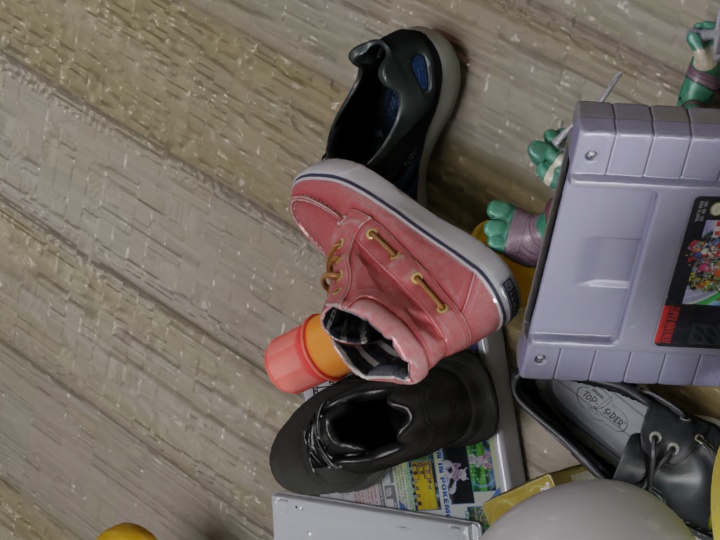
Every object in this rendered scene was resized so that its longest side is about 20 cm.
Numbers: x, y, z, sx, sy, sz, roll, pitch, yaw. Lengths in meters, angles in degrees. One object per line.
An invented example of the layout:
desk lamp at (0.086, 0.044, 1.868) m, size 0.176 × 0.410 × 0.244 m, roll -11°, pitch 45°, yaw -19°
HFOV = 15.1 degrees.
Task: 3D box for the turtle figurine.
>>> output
turtle figurine at (0.159, -0.066, 1.555) m, size 0.200 × 0.150 × 0.101 m, roll -27°, pitch 96°, yaw 54°

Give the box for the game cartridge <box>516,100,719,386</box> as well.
game cartridge at (0.166, -0.010, 1.521) m, size 0.200 × 0.129 × 0.038 m, roll 99°, pitch 175°, yaw -46°

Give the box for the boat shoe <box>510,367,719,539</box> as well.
boat shoe at (0.166, 0.106, 1.616) m, size 0.199 × 0.066 × 0.075 m, roll 44°, pitch 126°, yaw 32°

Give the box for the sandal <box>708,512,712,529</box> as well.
sandal at (0.252, 0.098, 1.521) m, size 0.079 × 0.087 × 0.201 m, roll -172°, pitch 95°, yaw -71°

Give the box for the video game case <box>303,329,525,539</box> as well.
video game case at (0.039, 0.139, 1.791) m, size 0.182 × 0.022 × 0.201 m, roll -8°, pitch 91°, yaw 47°

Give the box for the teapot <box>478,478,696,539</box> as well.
teapot at (0.109, 0.217, 1.518) m, size 0.197 × 0.146 × 0.201 m, roll 48°, pitch 141°, yaw 42°

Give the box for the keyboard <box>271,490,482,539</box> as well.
keyboard at (0.009, 0.184, 1.809) m, size 0.200 × 0.011 × 0.057 m, roll 4°, pitch 105°, yaw 47°

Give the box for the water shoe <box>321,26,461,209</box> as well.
water shoe at (0.002, -0.064, 1.749) m, size 0.071 × 0.079 × 0.201 m, roll 33°, pitch 120°, yaw 38°

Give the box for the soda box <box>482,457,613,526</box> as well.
soda box at (0.147, 0.220, 1.660) m, size 0.068 × 0.064 × 0.201 m, roll -29°, pitch 76°, yaw 46°

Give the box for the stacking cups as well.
stacking cups at (0.023, 0.032, 1.744) m, size 0.200 × 0.060 × 0.061 m, roll -29°, pitch 77°, yaw 39°

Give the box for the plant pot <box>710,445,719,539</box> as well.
plant pot at (0.264, 0.123, 1.395) m, size 0.141 × 0.200 × 0.201 m, roll -8°, pitch 92°, yaw 30°

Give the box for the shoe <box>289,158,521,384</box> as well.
shoe at (0.000, 0.000, 1.650) m, size 0.200 × 0.091 × 0.072 m, roll 31°, pitch 146°, yaw 43°

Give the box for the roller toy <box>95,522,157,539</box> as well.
roller toy at (-0.130, 0.292, 1.911) m, size 0.182 × 0.139 × 0.201 m, roll 33°, pitch 119°, yaw 38°

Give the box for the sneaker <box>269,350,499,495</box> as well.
sneaker at (-0.004, 0.101, 1.748) m, size 0.200 × 0.091 × 0.076 m, roll -29°, pitch 78°, yaw 47°
